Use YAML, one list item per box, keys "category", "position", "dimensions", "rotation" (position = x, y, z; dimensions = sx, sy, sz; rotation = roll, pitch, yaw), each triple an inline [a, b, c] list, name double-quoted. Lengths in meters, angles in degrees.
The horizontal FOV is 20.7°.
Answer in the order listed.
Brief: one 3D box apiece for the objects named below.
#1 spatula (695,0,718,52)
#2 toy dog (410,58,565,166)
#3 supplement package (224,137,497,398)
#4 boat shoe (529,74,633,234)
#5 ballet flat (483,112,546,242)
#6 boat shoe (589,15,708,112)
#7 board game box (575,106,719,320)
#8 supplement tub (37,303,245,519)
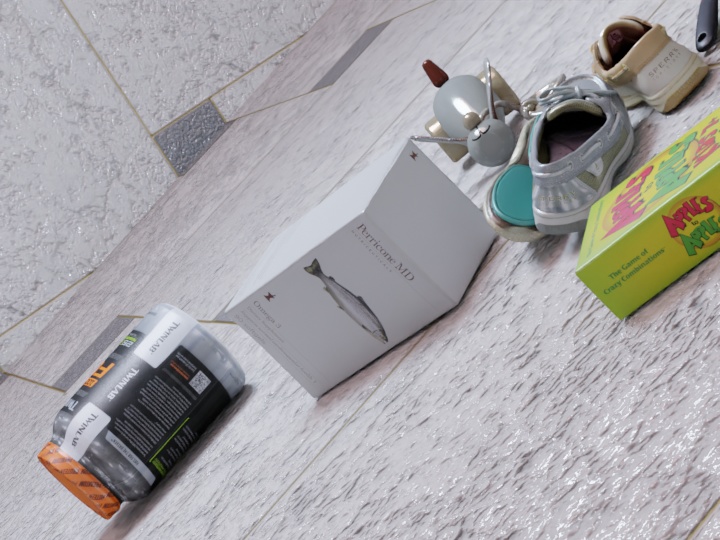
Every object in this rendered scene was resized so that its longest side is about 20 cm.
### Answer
- category: "spatula"
  position: [0.304, -0.236, 1.689]
  dimensions: [0.056, 0.021, 0.200]
  rotation: [-36, 16, 33]
- category: "toy dog"
  position: [0.102, -0.160, 1.900]
  dimensions: [0.132, 0.096, 0.200]
  rotation: [-48, 12, -13]
- category: "supplement package"
  position: [0.000, 0.000, 1.701]
  dimensions: [0.200, 0.117, 0.117]
  rotation: [-36, 15, 41]
- category: "boat shoe"
  position: [0.168, -0.104, 1.546]
  dimensions: [0.074, 0.065, 0.202]
  rotation: [-5, 32, 21]
- category: "ballet flat"
  position: [0.141, -0.061, 1.605]
  dimensions: [0.200, 0.067, 0.062]
  rotation: [-56, -13, -54]
- category: "boat shoe"
  position: [0.228, -0.180, 1.640]
  dimensions: [0.074, 0.069, 0.200]
  rotation: [-46, 12, -2]
- category: "board game box"
  position: [0.233, -0.061, 1.281]
  dimensions: [0.200, 0.048, 0.102]
  rotation: [-39, 14, 28]
- category: "supplement tub"
  position: [-0.219, 0.141, 1.957]
  dimensions: [0.200, 0.123, 0.122]
  rotation: [-49, 12, -16]
